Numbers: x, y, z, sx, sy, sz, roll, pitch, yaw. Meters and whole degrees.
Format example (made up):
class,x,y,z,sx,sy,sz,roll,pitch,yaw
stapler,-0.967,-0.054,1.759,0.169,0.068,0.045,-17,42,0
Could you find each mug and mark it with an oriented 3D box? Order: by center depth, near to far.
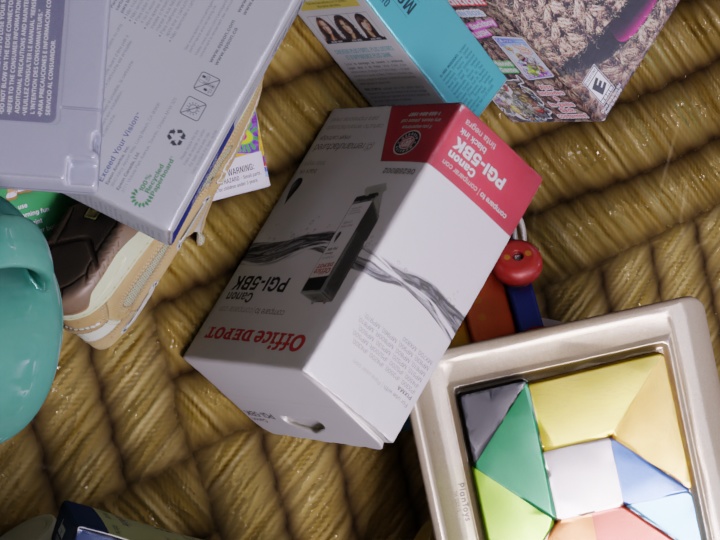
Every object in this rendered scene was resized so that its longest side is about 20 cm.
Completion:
class,x,y,z,sx,sy,sz,roll,pitch,yaw
mug,-0.224,0.030,1.337,0.114,0.185,0.153,-6,105,-39

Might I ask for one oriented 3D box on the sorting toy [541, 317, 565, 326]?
class,x,y,z,sx,sy,sz,roll,pitch,yaw
sorting toy,0.172,0.155,1.661,0.180,0.106,0.201,56,32,-51

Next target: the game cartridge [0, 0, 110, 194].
class,x,y,z,sx,sy,sz,roll,pitch,yaw
game cartridge,-0.203,-0.142,1.348,0.133,0.041,0.201,5,74,-9

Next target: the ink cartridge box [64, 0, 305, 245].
class,x,y,z,sx,sy,sz,roll,pitch,yaw
ink cartridge box,-0.149,-0.144,1.394,0.200,0.041,0.200,28,74,1

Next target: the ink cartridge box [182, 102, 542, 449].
class,x,y,z,sx,sy,sz,roll,pitch,yaw
ink cartridge box,0.000,0.000,1.519,0.083,0.147,0.200,41,69,-28

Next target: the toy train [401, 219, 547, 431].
class,x,y,z,sx,sy,sz,roll,pitch,yaw
toy train,0.059,0.018,1.610,0.115,0.085,0.200,-7,54,-9

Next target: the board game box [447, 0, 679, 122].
class,x,y,z,sx,sy,sz,roll,pitch,yaw
board game box,0.110,-0.221,1.618,0.200,0.097,0.160,44,68,-29

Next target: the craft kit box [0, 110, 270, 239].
class,x,y,z,sx,sy,sz,roll,pitch,yaw
craft kit box,-0.161,-0.123,1.463,0.200,0.048,0.198,-18,100,-34

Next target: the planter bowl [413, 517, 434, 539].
class,x,y,z,sx,sy,sz,roll,pitch,yaw
planter bowl,0.062,0.245,1.595,0.200,0.083,0.201,35,47,-48

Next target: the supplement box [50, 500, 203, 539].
class,x,y,z,sx,sy,sz,roll,pitch,yaw
supplement box,-0.096,0.255,1.360,0.199,0.134,0.200,17,88,-10

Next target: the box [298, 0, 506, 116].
class,x,y,z,sx,sy,sz,roll,pitch,yaw
box,0.001,-0.174,1.552,0.200,0.082,0.049,50,64,-27

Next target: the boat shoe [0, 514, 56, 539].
class,x,y,z,sx,sy,sz,roll,pitch,yaw
boat shoe,-0.231,0.226,1.412,0.200,0.073,0.062,-45,112,-31

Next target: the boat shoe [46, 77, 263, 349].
class,x,y,z,sx,sy,sz,roll,pitch,yaw
boat shoe,-0.116,-0.044,1.441,0.200,0.072,0.076,-54,138,-15

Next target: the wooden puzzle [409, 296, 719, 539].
class,x,y,z,sx,sy,sz,roll,pitch,yaw
wooden puzzle,0.138,0.125,1.520,0.199,0.037,0.186,-12,93,-8
